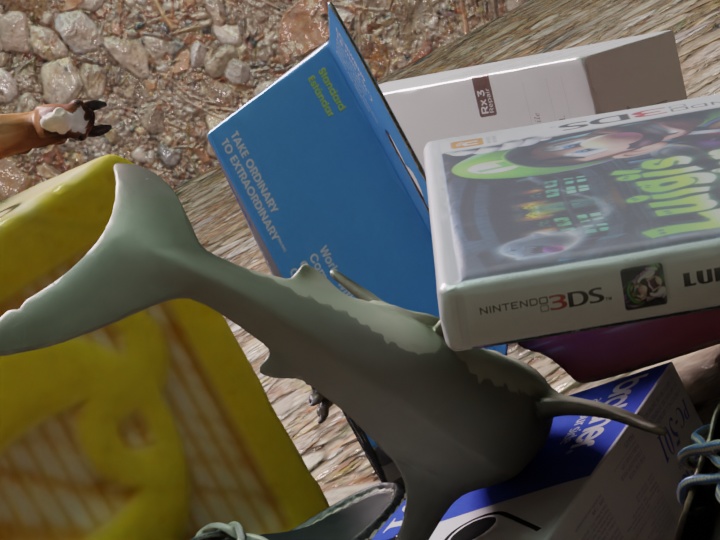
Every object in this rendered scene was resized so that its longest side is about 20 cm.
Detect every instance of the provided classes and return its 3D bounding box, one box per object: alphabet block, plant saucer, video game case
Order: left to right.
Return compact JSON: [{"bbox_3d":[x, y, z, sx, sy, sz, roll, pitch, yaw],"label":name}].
[{"bbox_3d":[-0.161,0.091,0.938,0.195,0.197,0.200,-36,11,-30],"label":"alphabet block"},{"bbox_3d":[0.111,-0.026,0.695,0.181,0.023,0.200,-10,15,3],"label":"video game case"},{"bbox_3d":[0.145,-0.004,0.852,0.200,0.051,0.201,-19,-4,-1],"label":"plant saucer"}]

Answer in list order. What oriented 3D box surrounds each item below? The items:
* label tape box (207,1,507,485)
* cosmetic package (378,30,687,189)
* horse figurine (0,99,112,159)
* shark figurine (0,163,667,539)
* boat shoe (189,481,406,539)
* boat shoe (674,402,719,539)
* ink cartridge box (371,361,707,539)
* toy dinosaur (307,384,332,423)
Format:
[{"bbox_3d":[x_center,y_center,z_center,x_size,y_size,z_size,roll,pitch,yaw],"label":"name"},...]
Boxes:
[{"bbox_3d":[0.000,0.000,0.895,0.063,0.145,0.200,-28,-14,-3],"label":"label tape box"},{"bbox_3d":[0.068,-0.048,1.137,0.199,0.113,0.081,-9,7,43],"label":"cosmetic package"},{"bbox_3d":[-0.217,-0.029,0.973,0.200,0.050,0.132,-33,-5,17],"label":"horse figurine"},{"bbox_3d":[0.000,0.048,0.690,0.128,0.214,0.090,22,88,45],"label":"shark figurine"},{"bbox_3d":[-0.056,0.128,0.834,0.200,0.061,0.074,-33,10,-21],"label":"boat shoe"},{"bbox_3d":[0.118,0.065,0.595,0.200,0.073,0.072,-33,9,-23],"label":"boat shoe"},{"bbox_3d":[0.041,0.101,0.732,0.094,0.044,0.200,-22,11,32],"label":"ink cartridge box"},{"bbox_3d":[0.018,0.037,1.173,0.088,0.048,0.200,-16,8,14],"label":"toy dinosaur"}]
